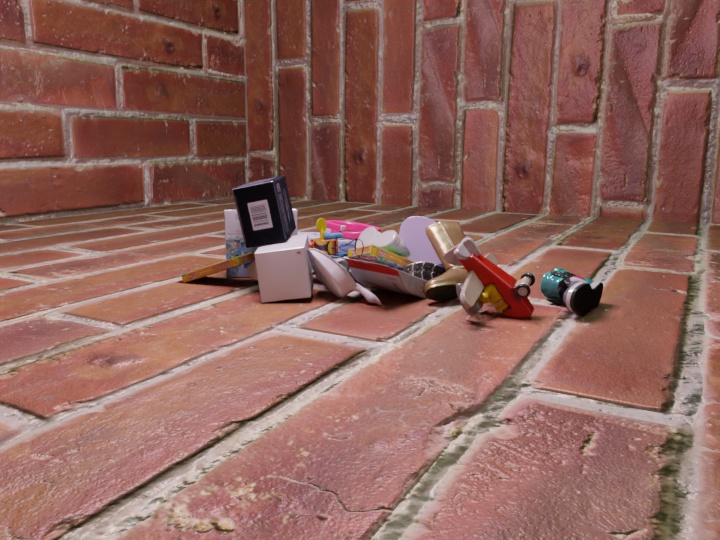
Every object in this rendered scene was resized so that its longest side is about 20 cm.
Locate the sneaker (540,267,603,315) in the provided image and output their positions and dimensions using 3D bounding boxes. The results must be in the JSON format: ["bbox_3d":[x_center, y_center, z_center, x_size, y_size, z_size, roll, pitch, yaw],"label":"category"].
[{"bbox_3d":[0.455,0.043,1.408,0.120,0.084,0.199,14,10,34],"label":"sneaker"}]

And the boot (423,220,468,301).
[{"bbox_3d":[0.198,-0.026,1.514,0.174,0.066,0.201,-2,53,-27],"label":"boot"}]

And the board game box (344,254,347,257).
[{"bbox_3d":[-0.077,-0.032,1.857,0.199,0.045,0.152,-6,13,-35],"label":"board game box"}]

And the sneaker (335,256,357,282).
[{"bbox_3d":[0.000,0.000,1.685,0.084,0.075,0.199,30,29,34],"label":"sneaker"}]

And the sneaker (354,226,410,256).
[{"bbox_3d":[0.059,-0.061,1.677,0.088,0.076,0.200,38,-10,-27],"label":"sneaker"}]

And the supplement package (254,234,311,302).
[{"bbox_3d":[-0.181,-0.009,1.529,0.119,0.122,0.200,-7,11,-2],"label":"supplement package"}]

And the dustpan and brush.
[{"bbox_3d":[-0.034,0.029,1.470,0.057,0.140,0.200,-37,60,-15],"label":"dustpan and brush"}]

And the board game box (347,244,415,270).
[{"bbox_3d":[0.073,-0.019,1.616,0.199,0.030,0.095,18,-16,-35],"label":"board game box"}]

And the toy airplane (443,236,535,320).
[{"bbox_3d":[0.257,0.025,1.357,0.199,0.142,0.200,9,38,-31],"label":"toy airplane"}]

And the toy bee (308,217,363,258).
[{"bbox_3d":[-0.089,-0.067,1.563,0.108,0.132,0.200,-5,-15,-27],"label":"toy bee"}]

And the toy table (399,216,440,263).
[{"bbox_3d":[0.196,-0.063,1.730,0.183,0.201,0.117,-32,-2,10],"label":"toy table"}]

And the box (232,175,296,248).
[{"bbox_3d":[-0.235,-0.151,1.578,0.103,0.149,0.200,-11,11,3],"label":"box"}]

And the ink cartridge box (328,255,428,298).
[{"bbox_3d":[0.041,0.015,1.479,0.161,0.051,0.199,11,-3,41],"label":"ink cartridge box"}]

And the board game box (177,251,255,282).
[{"bbox_3d":[-0.376,-0.008,1.653,0.199,0.030,0.095,-13,6,23],"label":"board game box"}]

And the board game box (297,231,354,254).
[{"bbox_3d":[-0.088,-0.083,1.881,0.197,0.044,0.200,1,10,-13],"label":"board game box"}]

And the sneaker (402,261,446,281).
[{"bbox_3d":[0.199,0.019,1.587,0.198,0.079,0.089,5,0,-7],"label":"sneaker"}]

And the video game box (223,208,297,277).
[{"bbox_3d":[-0.269,-0.076,1.726,0.198,0.184,0.047,-1,8,-11],"label":"video game box"}]

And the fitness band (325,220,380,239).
[{"bbox_3d":[-0.027,-0.124,1.903,0.143,0.038,0.200,-3,13,-32],"label":"fitness band"}]

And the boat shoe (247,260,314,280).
[{"bbox_3d":[-0.196,-0.005,1.673,0.200,0.073,0.060,-8,-9,-3],"label":"boat shoe"}]
